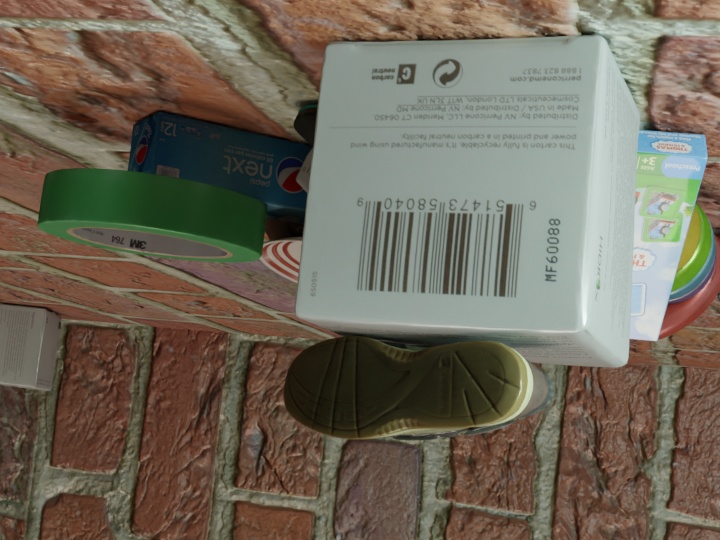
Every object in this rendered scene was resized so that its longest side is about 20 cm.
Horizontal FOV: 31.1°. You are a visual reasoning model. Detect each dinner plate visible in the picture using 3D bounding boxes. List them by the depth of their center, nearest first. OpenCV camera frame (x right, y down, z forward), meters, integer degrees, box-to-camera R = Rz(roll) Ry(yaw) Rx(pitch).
[{"bbox_3d":[0.000,0.000,1.227,0.200,0.024,0.200,13,167,3],"label":"dinner plate"}]

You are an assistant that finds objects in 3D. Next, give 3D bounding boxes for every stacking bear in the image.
[{"bbox_3d":[0.263,-0.033,1.198,0.114,0.122,0.200,-28,149,17],"label":"stacking bear"}]

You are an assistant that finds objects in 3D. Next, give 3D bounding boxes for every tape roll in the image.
[{"bbox_3d":[-0.185,-0.046,1.160,0.200,0.048,0.200,7,172,1],"label":"tape roll"}]

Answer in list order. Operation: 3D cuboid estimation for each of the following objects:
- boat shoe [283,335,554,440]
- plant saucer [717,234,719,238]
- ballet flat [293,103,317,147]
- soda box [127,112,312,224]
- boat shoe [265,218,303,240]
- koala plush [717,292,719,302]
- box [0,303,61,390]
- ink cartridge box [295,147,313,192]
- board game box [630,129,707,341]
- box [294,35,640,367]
[{"bbox_3d":[0.037,0.083,0.866,0.201,0.072,0.066,-6,159,40],"label":"boat shoe"},{"bbox_3d":[0.467,-0.014,1.423,0.200,0.037,0.200,5,172,1],"label":"plant saucer"},{"bbox_3d":[0.038,-0.088,1.083,0.200,0.068,0.068,9,161,-25],"label":"ballet flat"},{"bbox_3d":[-0.109,-0.090,1.191,0.200,0.064,0.068,11,170,-29],"label":"soda box"},{"bbox_3d":[-0.063,-0.040,1.301,0.202,0.075,0.075,29,164,-17],"label":"boat shoe"},{"bbox_3d":[0.480,0.023,1.245,0.177,0.184,0.200,23,126,-22],"label":"koala plush"},{"bbox_3d":[-0.848,0.196,3.258,0.131,0.200,0.199,6,172,-1],"label":"box"},{"bbox_3d":[0.058,-0.045,1.175,0.200,0.047,0.160,0,-140,-51],"label":"ink cartridge box"},{"bbox_3d":[0.192,-0.029,1.079,0.151,0.037,0.200,5,132,2],"label":"board game box"},{"bbox_3d":[0.083,-0.043,0.902,0.199,0.200,0.171,2,168,21],"label":"box"}]
